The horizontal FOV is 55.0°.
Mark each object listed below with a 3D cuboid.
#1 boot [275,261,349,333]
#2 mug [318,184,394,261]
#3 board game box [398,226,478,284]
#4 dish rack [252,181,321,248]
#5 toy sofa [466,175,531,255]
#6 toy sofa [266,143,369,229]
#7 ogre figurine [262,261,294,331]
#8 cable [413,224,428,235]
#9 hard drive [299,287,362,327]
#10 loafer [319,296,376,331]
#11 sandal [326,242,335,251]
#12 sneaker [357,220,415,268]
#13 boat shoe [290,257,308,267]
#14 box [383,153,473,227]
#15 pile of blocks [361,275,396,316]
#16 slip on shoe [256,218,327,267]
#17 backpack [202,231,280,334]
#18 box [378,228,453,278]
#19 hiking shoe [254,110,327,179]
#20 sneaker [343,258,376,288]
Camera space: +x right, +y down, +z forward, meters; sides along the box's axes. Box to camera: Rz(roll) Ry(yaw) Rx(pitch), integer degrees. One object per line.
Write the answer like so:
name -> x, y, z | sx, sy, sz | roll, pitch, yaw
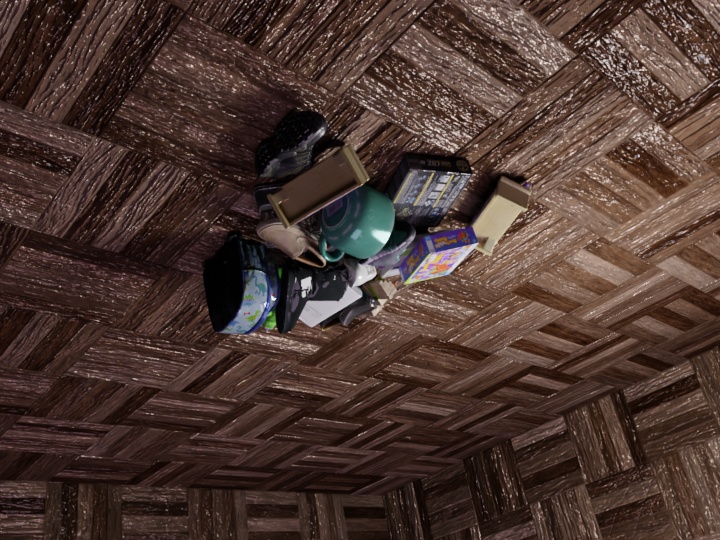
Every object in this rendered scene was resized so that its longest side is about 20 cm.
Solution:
boot -> -0.119, 0.063, 1.692 | 0.160, 0.073, 0.201 | -4, 123, -27
mug -> -0.022, -0.101, 1.519 | 0.113, 0.188, 0.151 | 22, -179, -41
board game box -> 0.186, -0.034, 1.685 | 0.132, 0.045, 0.200 | -12, 162, -19
dish rack -> -0.157, -0.120, 1.566 | 0.150, 0.055, 0.201 | -7, 151, -5
toy sofa -> 0.330, -0.140, 1.678 | 0.082, 0.099, 0.201 | 24, 143, -4
toy sofa -> -0.085, -0.172, 1.416 | 0.198, 0.084, 0.098 | -29, -171, 16
ogre figurine -> -0.219, 0.073, 1.796 | 0.198, 0.122, 0.098 | -30, 145, 27
cable -> 0.079, -0.078, 1.716 | 0.197, 0.052, 0.164 | 2, 146, -24
hard drive -> -0.111, 0.074, 1.892 | 0.199, 0.027, 0.131 | -33, 125, 31
loafer -> -0.036, 0.122, 1.945 | 0.198, 0.073, 0.072 | -19, 146, 39
sandal -> -0.018, -0.099, 1.634 | 0.198, 0.077, 0.043 | -23, 148, 38
sneaker -> 0.080, -0.058, 1.637 | 0.087, 0.076, 0.199 | 19, 154, -31
boat shoe -> -0.139, -0.013, 1.738 | 0.061, 0.074, 0.201 | -5, 145, 5
box -> 0.142, -0.177, 1.577 | 0.158, 0.050, 0.201 | 0, 148, -22
pile of blocks -> 0.047, 0.061, 1.943 | 0.062, 0.082, 0.200 | -46, 176, -29
slip on shoe -> -0.150, -0.059, 1.557 | 0.075, 0.062, 0.199 | -27, 148, 28
backpack -> -0.278, 0.047, 1.653 | 0.145, 0.203, 0.183 | 13, 141, -36
box -> 0.141, -0.042, 1.756 | 0.142, 0.037, 0.200 | -11, 164, -22
hiking shoe -> -0.122, -0.246, 1.365 | 0.100, 0.077, 0.199 | 4, 155, -46
sneaker -> 0.000, 0.000, 1.751 | 0.079, 0.078, 0.200 | -10, -177, -1
